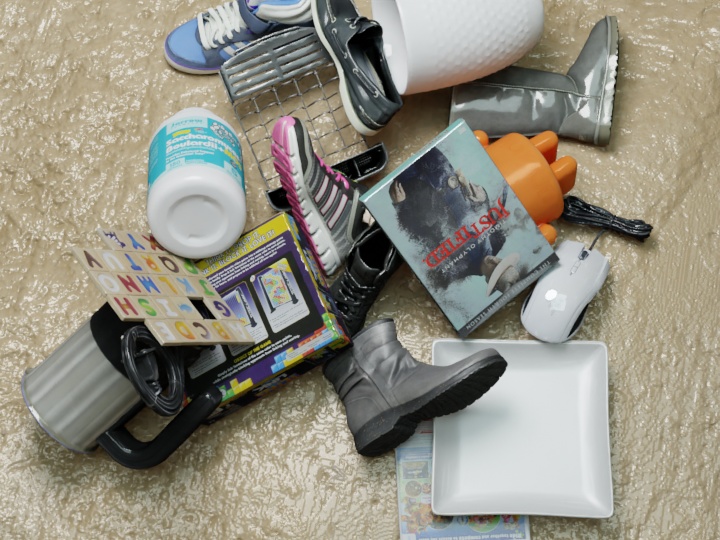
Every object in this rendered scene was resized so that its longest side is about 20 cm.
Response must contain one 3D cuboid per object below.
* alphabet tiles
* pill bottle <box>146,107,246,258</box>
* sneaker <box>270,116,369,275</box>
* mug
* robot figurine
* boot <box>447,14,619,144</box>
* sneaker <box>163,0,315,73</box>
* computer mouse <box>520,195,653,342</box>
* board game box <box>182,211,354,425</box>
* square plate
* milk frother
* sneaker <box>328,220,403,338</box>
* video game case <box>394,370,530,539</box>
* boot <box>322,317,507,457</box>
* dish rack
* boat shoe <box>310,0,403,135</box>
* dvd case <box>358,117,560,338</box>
[{"bbox_3d":[-0.214,0.017,1.526,0.008,0.200,0.167,-48,67,19],"label":"alphabet tiles"},{"bbox_3d":[-0.188,-0.110,1.654,0.110,0.111,0.200,-9,35,-2],"label":"pill bottle"},{"bbox_3d":[-0.038,-0.095,1.652,0.087,0.200,0.074,-26,28,-11],"label":"sneaker"},{"bbox_3d":[0.109,-0.307,1.697,0.175,0.148,0.200,-13,38,-10],"label":"mug"},{"bbox_3d":[0.152,-0.082,1.667,0.200,0.117,0.144,-32,108,-8],"label":"robot figurine"},{"bbox_3d":[0.209,-0.235,1.753,0.199,0.073,0.182,6,68,11],"label":"boot"},{"bbox_3d":[-0.146,-0.309,1.738,0.199,0.147,0.081,-9,70,-2],"label":"sneaker"},{"bbox_3d":[0.250,-0.002,1.651,0.109,0.044,0.200,26,59,11],"label":"computer mouse"},{"bbox_3d":[-0.130,0.055,1.624,0.200,0.057,0.166,-28,70,12],"label":"board game box"},{"bbox_3d":[0.176,0.175,1.600,0.197,0.028,0.201,1,70,1],"label":"square plate"},{"bbox_3d":[-0.263,0.116,1.526,0.188,0.200,0.181,-42,71,15],"label":"milk frother"},{"bbox_3d":[0.002,0.002,1.628,0.060,0.104,0.200,35,87,11],"label":"sneaker"},{"bbox_3d":[0.110,0.213,1.612,0.143,0.018,0.201,-3,70,0],"label":"video game case"},{"bbox_3d":[0.053,0.103,1.588,0.200,0.070,0.132,-30,60,13],"label":"boot"},{"bbox_3d":[-0.073,-0.184,1.710,0.153,0.055,0.201,-23,95,-8],"label":"dish rack"},{"bbox_3d":[0.000,-0.260,1.682,0.066,0.074,0.200,-27,70,40],"label":"boat shoe"},{"bbox_3d":[0.111,-0.045,1.589,0.146,0.022,0.200,-38,111,-5],"label":"dvd case"}]
